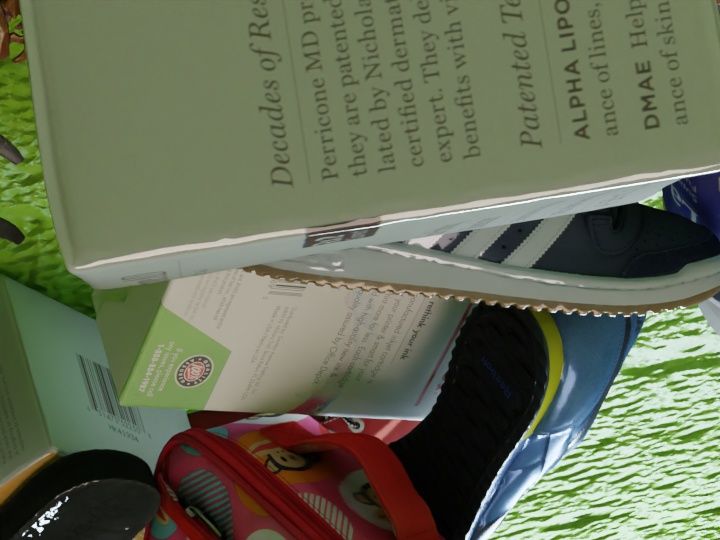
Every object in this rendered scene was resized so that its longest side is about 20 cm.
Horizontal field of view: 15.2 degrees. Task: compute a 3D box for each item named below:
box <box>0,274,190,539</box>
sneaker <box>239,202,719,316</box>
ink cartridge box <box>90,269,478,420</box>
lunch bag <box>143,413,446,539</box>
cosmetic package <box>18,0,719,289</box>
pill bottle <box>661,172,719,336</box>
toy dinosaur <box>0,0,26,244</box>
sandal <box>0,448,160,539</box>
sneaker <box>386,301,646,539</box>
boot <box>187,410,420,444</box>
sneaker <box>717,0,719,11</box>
[{"bbox_3d":[-0.186,0.110,1.226,0.200,0.098,0.124,-34,145,20],"label":"box"},{"bbox_3d":[0.050,-0.046,1.027,0.199,0.109,0.070,5,-169,-9],"label":"sneaker"},{"bbox_3d":[0.000,0.000,1.135,0.199,0.068,0.117,5,133,-26],"label":"ink cartridge box"},{"bbox_3d":[-0.013,0.153,1.133,0.082,0.200,0.177,-9,124,-39],"label":"lunch bag"},{"bbox_3d":[-0.005,-0.091,0.839,0.199,0.166,0.165,-10,178,-3],"label":"cosmetic package"},{"bbox_3d":[0.179,-0.045,1.091,0.115,0.116,0.200,-12,151,2],"label":"pill bottle"},{"bbox_3d":[-0.181,-0.060,0.967,0.199,0.102,0.136,4,138,22],"label":"toy dinosaur"},{"bbox_3d":[-0.155,0.153,1.170,0.075,0.048,0.201,9,136,-38],"label":"sandal"},{"bbox_3d":[0.058,0.074,1.138,0.078,0.066,0.200,-13,148,-39],"label":"sneaker"},{"bbox_3d":[-0.013,0.058,1.264,0.199,0.073,0.145,-9,148,-13],"label":"boot"},{"bbox_3d":[0.188,-0.113,0.955,0.199,0.083,0.078,14,170,4],"label":"sneaker"}]
